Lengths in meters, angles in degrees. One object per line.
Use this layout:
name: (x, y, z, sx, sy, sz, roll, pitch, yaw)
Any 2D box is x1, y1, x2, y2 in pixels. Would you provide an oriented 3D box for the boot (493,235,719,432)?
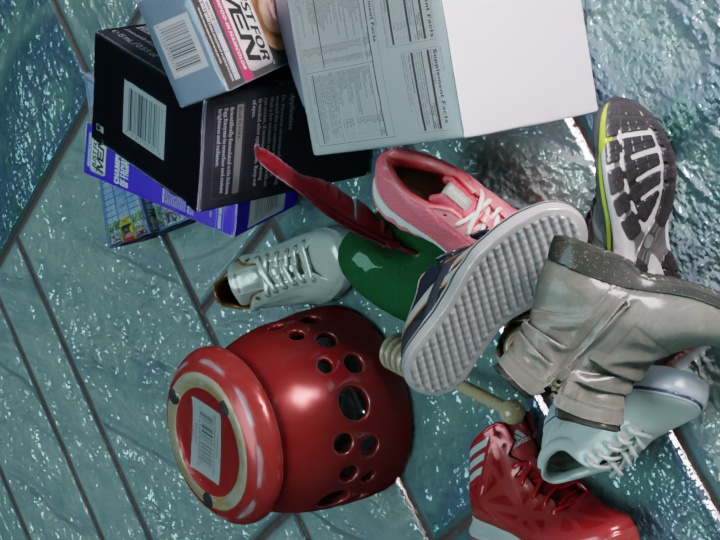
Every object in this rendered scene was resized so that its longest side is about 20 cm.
boot: (0.210, 0.064, 1.273, 0.200, 0.068, 0.131, 21, 94, 9)

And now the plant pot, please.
plant pot: (-0.076, 0.149, 1.681, 0.200, 0.182, 0.201, 21, 118, 46)

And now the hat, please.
hat: (0.000, 0.000, 1.529, 0.200, 0.176, 0.166, 55, 139, 26)

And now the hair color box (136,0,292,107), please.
hair color box: (-0.099, -0.223, 1.500, 0.061, 0.200, 0.099, -15, 102, 36)

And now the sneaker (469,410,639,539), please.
sneaker: (0.154, 0.185, 1.471, 0.200, 0.078, 0.116, -2, 100, 52)

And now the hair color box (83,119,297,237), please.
hair color box: (-0.173, -0.109, 1.738, 0.200, 0.109, 0.065, 21, 120, 27)

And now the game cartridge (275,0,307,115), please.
game cartridge: (-0.017, -0.209, 1.523, 0.042, 0.133, 0.200, -14, 90, 33)

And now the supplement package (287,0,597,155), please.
supplement package: (0.064, -0.185, 1.405, 0.200, 0.152, 0.151, -2, 100, 53)

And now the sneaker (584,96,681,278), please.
sneaker: (0.200, -0.037, 1.343, 0.081, 0.074, 0.200, 10, 107, 55)

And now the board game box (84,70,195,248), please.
board game box: (-0.238, -0.142, 1.902, 0.200, 0.062, 0.200, -17, 88, 54)

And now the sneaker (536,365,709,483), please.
sneaker: (0.210, 0.131, 1.367, 0.200, 0.073, 0.071, -39, 32, 60)

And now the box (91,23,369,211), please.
box: (-0.123, -0.160, 1.623, 0.197, 0.200, 0.118, 34, 127, 43)

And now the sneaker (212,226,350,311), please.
sneaker: (-0.080, 0.008, 1.720, 0.200, 0.085, 0.073, -25, 79, 52)

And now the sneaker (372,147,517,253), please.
sneaker: (0.090, -0.039, 1.424, 0.200, 0.074, 0.087, 30, 168, 16)

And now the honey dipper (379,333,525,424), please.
honey dipper: (0.084, 0.103, 1.549, 0.200, 0.038, 0.038, 27, 122, 55)

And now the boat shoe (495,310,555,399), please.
boat shoe: (0.149, 0.060, 1.390, 0.200, 0.072, 0.076, -142, 70, -74)

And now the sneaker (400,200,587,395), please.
sneaker: (0.100, 0.007, 1.373, 0.200, 0.078, 0.079, -46, 24, 22)
